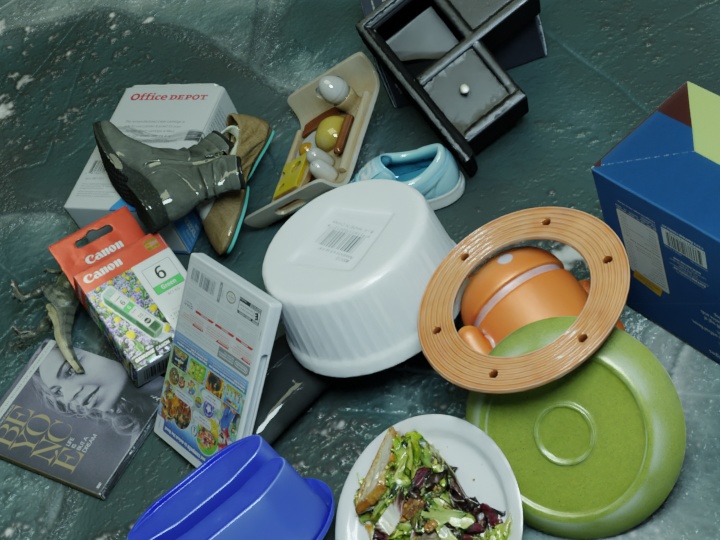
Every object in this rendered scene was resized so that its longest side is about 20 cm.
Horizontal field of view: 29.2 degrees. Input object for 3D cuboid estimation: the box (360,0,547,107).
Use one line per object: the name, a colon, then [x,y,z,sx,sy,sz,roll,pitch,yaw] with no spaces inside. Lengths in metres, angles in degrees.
box: [0.108,-0.308,1.672,0.199,0.104,0.148,-17,47,8]

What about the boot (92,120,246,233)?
boot: [-0.216,-0.124,1.577,0.130,0.068,0.200,-27,47,-17]

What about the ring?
ring: [0.144,0.026,1.229,0.200,0.019,0.201,-17,46,18]

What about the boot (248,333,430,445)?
boot: [-0.034,0.105,1.396,0.200,0.066,0.165,-36,34,-18]

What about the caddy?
caddy: [-0.117,0.250,1.286,0.200,0.105,0.141,-38,25,-11]

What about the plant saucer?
plant saucer: [0.182,0.141,1.212,0.199,0.031,0.201,3,97,24]

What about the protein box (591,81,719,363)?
protein box: [0.341,-0.027,1.263,0.135,0.200,0.198,-41,48,-14]

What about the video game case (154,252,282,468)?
video game case: [-0.146,0.100,1.383,0.143,0.018,0.201,30,111,44]

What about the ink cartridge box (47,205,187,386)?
ink cartridge box: [-0.250,0.016,1.517,0.109,0.050,0.200,-31,71,-19]

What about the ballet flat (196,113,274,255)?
ballet flat: [-0.159,-0.109,1.615,0.068,0.072,0.200,-43,25,52]

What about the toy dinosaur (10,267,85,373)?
toy dinosaur: [-0.356,0.043,1.591,0.088,0.048,0.200,-8,45,1]

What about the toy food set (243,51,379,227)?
toy food set: [-0.061,-0.150,1.595,0.143,0.060,0.200,-24,37,44]

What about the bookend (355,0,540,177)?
bookend: [0.135,-0.246,1.531,0.199,0.092,0.200,-38,80,3]

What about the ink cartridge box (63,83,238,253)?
ink cartridge box: [-0.245,-0.125,1.676,0.145,0.084,0.200,3,54,26]

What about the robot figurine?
robot figurine: [0.170,0.060,1.299,0.144,0.117,0.200,-37,64,3]

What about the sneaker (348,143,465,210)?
sneaker: [0.013,-0.095,1.543,0.199,0.082,0.074,-21,45,5]

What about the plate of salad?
plate of salad: [0.052,0.225,1.229,0.200,0.048,0.201,-13,68,33]

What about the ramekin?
ramekin: [0.000,0.000,1.370,0.200,0.098,0.201,-18,37,14]

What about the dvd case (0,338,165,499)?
dvd case: [-0.313,0.157,1.508,0.200,0.016,0.149,14,58,32]
